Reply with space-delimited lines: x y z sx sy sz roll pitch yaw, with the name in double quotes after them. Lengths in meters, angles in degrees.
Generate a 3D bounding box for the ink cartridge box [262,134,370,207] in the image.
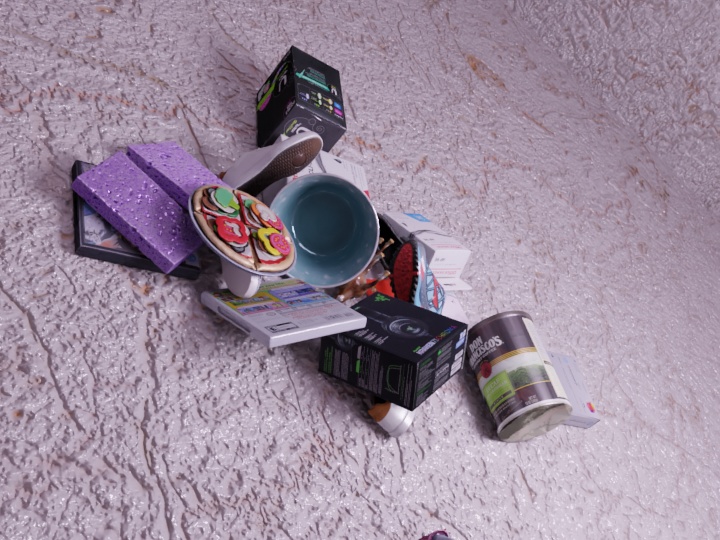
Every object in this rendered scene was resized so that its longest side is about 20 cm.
-0.086 -0.158 1.685 0.199 0.084 0.145 17 43 -31 "ink cartridge box"

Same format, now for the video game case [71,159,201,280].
-0.357 -0.080 1.390 0.199 0.026 0.181 14 45 -35 "video game case"

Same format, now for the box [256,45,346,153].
-0.122 -0.321 1.760 0.124 0.149 0.201 22 41 -29 "box"

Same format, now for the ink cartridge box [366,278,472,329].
0.114 0.071 1.679 0.199 0.057 0.163 7 48 -46 "ink cartridge box"

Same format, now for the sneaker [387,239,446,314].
0.110 0.039 1.597 0.095 0.079 0.201 -16 106 -41 "sneaker"

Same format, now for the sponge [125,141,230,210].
-0.293 -0.153 1.472 0.200 0.030 0.111 37 27 21 "sponge"

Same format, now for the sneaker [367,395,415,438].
0.065 0.186 1.489 0.085 0.073 0.200 39 37 -11 "sneaker"

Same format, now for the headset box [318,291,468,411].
0.049 0.125 1.449 0.199 0.093 0.174 20 28 29 "headset box"

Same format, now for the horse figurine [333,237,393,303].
0.000 0.000 1.594 0.050 0.132 0.200 43 23 -18 "horse figurine"

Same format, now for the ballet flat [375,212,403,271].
0.060 -0.037 1.679 0.200 0.066 0.057 52 -5 32 "ballet flat"

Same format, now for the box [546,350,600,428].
0.387 0.235 1.785 0.199 0.041 0.157 14 45 -34 "box"

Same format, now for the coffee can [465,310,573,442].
0.291 0.198 1.636 0.146 0.146 0.201 10 47 -38 "coffee can"

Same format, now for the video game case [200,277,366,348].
-0.121 0.063 1.386 0.199 0.022 0.182 -9 27 -43 "video game case"

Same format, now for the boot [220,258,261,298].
-0.182 -0.023 1.441 0.090 0.073 0.200 17 30 -38 "boot"

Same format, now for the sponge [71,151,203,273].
-0.339 -0.092 1.358 0.200 0.030 0.112 43 36 -1 "sponge"

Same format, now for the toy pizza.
-0.181 -0.072 1.388 0.200 0.032 0.201 30 30 -20 "toy pizza"

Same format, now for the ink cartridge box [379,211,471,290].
0.135 -0.040 1.735 0.115 0.067 0.200 -1 31 -45 "ink cartridge box"

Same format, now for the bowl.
-0.066 -0.079 1.555 0.200 0.201 0.105 38 10 -8 "bowl"

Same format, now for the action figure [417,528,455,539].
0.087 0.444 1.256 0.148 0.135 0.200 2 19 14 "action figure"

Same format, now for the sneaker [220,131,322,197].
-0.167 -0.202 1.561 0.085 0.199 0.073 58 -2 37 "sneaker"
